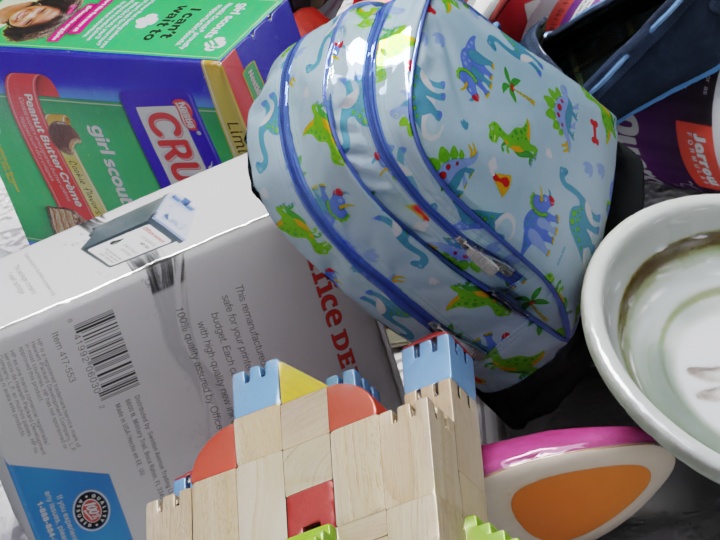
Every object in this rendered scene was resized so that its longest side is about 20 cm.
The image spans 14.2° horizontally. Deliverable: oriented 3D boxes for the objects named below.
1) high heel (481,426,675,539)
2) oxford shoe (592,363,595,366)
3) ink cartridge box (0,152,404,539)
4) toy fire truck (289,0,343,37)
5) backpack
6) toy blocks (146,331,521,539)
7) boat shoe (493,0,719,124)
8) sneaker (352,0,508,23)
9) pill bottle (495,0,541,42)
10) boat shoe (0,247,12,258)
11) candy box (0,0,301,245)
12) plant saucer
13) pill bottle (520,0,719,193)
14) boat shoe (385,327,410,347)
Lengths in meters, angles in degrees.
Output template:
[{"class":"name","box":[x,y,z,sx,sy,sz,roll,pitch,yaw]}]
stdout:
[{"class":"high heel","box":[0.051,0.093,1.367,0.200,0.067,0.096,-23,38,16]},{"class":"oxford shoe","box":[0.126,0.022,1.464,0.200,0.058,0.075,-21,48,24]},{"class":"ink cartridge box","box":[-0.094,0.045,1.442,0.200,0.147,0.086,-24,28,-13]},{"class":"toy fire truck","box":[-0.058,-0.147,1.712,0.112,0.200,0.168,37,46,9]},{"class":"backpack","box":[0.041,-0.045,1.367,0.154,0.200,0.163,-39,27,54]},{"class":"toy blocks","box":[-0.022,0.099,1.306,0.200,0.100,0.137,-22,49,22]},{"class":"boat shoe","box":[0.104,-0.109,1.511,0.200,0.069,0.084,-35,46,13]},{"class":"sneaker","box":[0.005,-0.140,1.546,0.200,0.115,0.078,-53,-1,-19]},{"class":"pill bottle","box":[0.054,-0.165,1.650,0.112,0.200,0.112,-12,17,4]},{"class":"boat shoe","box":[-0.218,0.063,1.556,0.065,0.075,0.202,3,39,20]},{"class":"candy box","box":[-0.112,-0.071,1.622,0.200,0.169,0.077,5,39,33]},{"class":"plant saucer","box":[0.193,0.048,1.339,0.200,0.050,0.200,9,42,-9]},{"class":"pill bottle","box":[0.189,-0.099,1.570,0.200,0.113,0.112,14,42,43]},{"class":"boat shoe","box":[0.000,0.000,1.543,0.200,0.072,0.076,-23,30,-10]}]
